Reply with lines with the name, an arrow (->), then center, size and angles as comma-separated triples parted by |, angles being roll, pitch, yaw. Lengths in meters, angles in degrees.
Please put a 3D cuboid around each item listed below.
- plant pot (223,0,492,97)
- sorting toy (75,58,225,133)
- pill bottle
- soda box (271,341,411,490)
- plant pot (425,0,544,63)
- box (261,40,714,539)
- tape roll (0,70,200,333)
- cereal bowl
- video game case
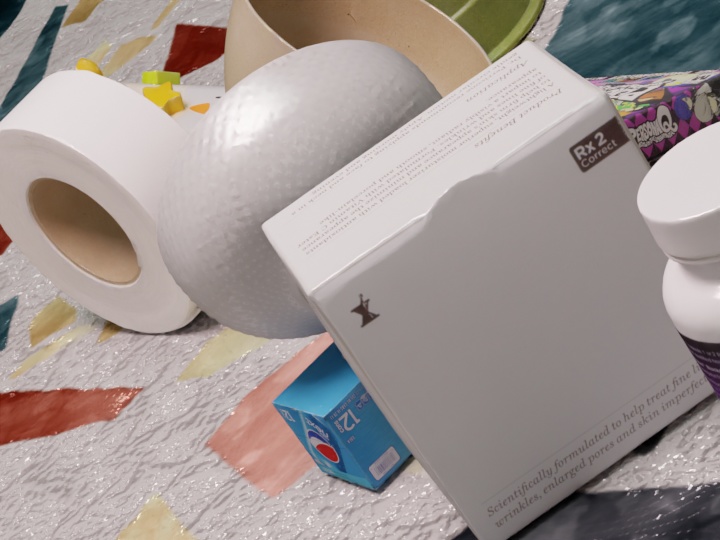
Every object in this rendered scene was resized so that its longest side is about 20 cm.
plant pot -> -0.019, -0.121, 1.890 | 0.201, 0.200, 0.135 | -90, 23, -60
sorting toy -> -0.152, -0.111, 2.133 | 0.179, 0.107, 0.200 | -5, 33, 13
pill bottle -> 0.220, 0.024, 1.305 | 0.111, 0.200, 0.112 | -27, 27, 15
soda box -> 0.043, 0.044, 1.637 | 0.200, 0.064, 0.068 | -44, 25, -20
plant pot -> 0.014, -0.249, 2.036 | 0.200, 0.190, 0.200 | -26, 26, 14
box -> 0.085, 0.012, 1.489 | 0.199, 0.200, 0.131 | -34, 23, -2
tape roll -> -0.183, -0.049, 1.913 | 0.202, 0.203, 0.071 | -1, 40, 49
cereal bowl -> -0.019, -0.036, 1.577 | 0.200, 0.200, 0.083 | -37, 50, -6
video game case -> 0.128, -0.090, 1.737 | 0.181, 0.036, 0.200 | -26, 17, -36
